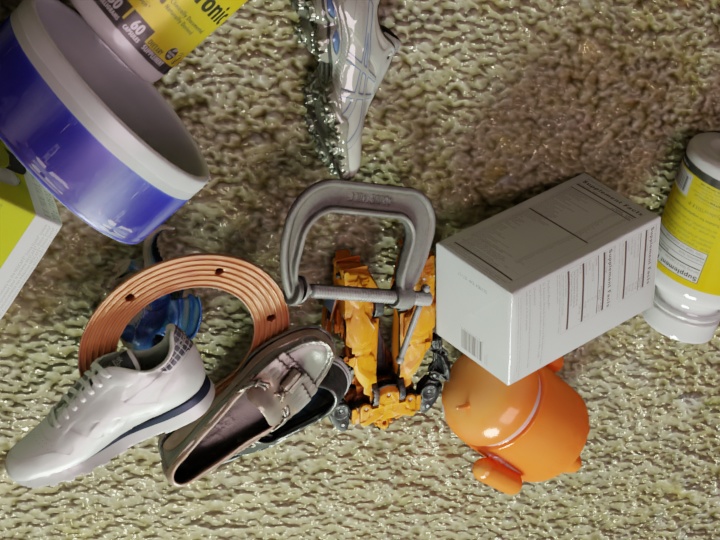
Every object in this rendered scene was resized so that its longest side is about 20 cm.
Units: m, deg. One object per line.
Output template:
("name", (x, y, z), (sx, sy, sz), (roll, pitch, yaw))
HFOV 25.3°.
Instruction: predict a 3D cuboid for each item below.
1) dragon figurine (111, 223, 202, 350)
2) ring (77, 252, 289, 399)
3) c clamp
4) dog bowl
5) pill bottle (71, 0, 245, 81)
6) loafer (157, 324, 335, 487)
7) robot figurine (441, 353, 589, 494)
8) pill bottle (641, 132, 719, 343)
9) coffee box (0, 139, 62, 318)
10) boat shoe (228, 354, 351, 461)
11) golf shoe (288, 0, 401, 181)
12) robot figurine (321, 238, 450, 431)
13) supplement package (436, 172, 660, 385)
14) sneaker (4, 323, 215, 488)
("dragon figurine", (-0.182, 0.031, 1.473), (0.099, 0.059, 0.201), (8, 122, -31))
("ring", (-0.160, 0.062, 1.456), (0.198, 0.019, 0.202), (-13, 131, -15))
("c clamp", (0.000, 0.000, 1.479), (0.199, 0.027, 0.172), (11, 105, -40))
("dog bowl", (-0.214, -0.120, 1.269), (0.079, 0.201, 0.200), (-41, 129, 10))
("pill bottle", (-0.129, -0.254, 1.267), (0.200, 0.111, 0.111), (-42, 129, 5))
("loafer", (-0.101, 0.131, 1.476), (0.199, 0.063, 0.072), (-37, 115, 9))
("robot figurine", (0.162, 0.145, 1.673), (0.144, 0.117, 0.200), (-46, 132, 8))
("pill bottle", (0.359, -0.031, 1.652), (0.110, 0.112, 0.202), (1, 121, -25))
("coffee box", (-0.380, -0.045, 1.241), (0.197, 0.200, 0.201), (26, 108, -35))
("boat shoe", (-0.100, 0.142, 1.555), (0.199, 0.057, 0.069), (-29, 108, 18))
("golf shoe", (-0.002, -0.171, 1.417), (0.096, 0.078, 0.202), (-19, 129, -20))
("robot figurine", (0.022, 0.070, 1.596), (0.144, 0.058, 0.202), (-10, 124, -18))
("supplement package", (0.183, 0.005, 1.562), (0.199, 0.114, 0.110), (-25, 131, -29))
("sneaker", (-0.230, 0.119, 1.417), (0.199, 0.076, 0.081), (-29, 123, -7))
